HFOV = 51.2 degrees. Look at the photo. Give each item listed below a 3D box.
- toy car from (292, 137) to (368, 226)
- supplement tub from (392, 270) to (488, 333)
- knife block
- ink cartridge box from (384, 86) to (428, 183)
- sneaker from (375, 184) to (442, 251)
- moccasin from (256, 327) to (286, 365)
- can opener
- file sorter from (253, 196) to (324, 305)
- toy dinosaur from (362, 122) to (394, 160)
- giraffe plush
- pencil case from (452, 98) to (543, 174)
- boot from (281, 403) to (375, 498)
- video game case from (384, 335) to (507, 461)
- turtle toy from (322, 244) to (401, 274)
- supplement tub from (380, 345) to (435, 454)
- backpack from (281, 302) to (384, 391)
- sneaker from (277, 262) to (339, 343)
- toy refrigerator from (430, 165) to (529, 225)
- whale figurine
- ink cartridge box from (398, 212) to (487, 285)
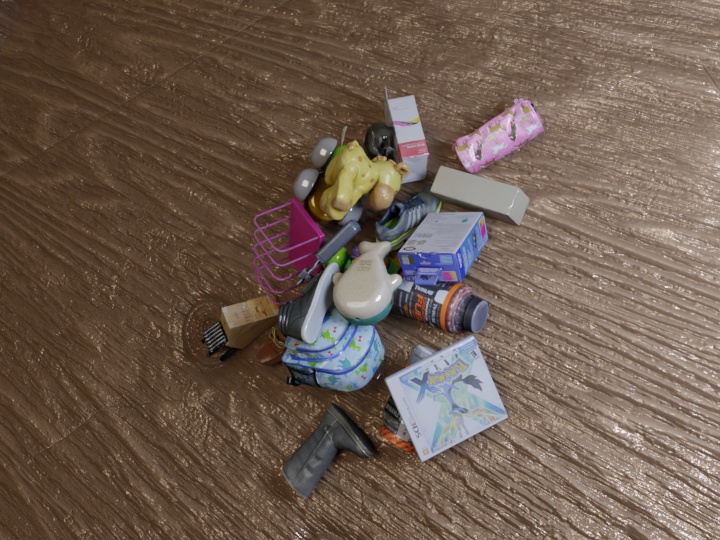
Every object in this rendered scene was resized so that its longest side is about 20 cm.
[{"bbox_3d":[-0.067,-0.205,1.810,0.202,0.174,0.150,-62,14,-14],"label":"toy car"},{"bbox_3d":[0.170,0.068,1.600,0.198,0.107,0.108,19,86,34],"label":"supplement tub"},{"bbox_3d":[-0.301,0.154,1.902,0.198,0.176,0.064,-16,60,-23],"label":"knife block"},{"bbox_3d":[0.103,-0.320,1.741,0.066,0.117,0.203,-10,68,-4],"label":"ink cartridge box"},{"bbox_3d":[0.109,-0.129,1.689,0.074,0.081,0.200,34,70,32],"label":"sneaker"},{"bbox_3d":[-0.175,0.156,1.803,0.200,0.077,0.074,-36,60,18],"label":"moccasin"},{"bbox_3d":[-0.067,-0.024,1.695,0.200,0.053,0.067,-44,90,14],"label":"can opener"},{"bbox_3d":[-0.176,-0.038,1.770,0.124,0.201,0.139,-22,55,-25],"label":"file sorter"},{"bbox_3d":[0.037,-0.292,1.732,0.076,0.200,0.103,-24,72,-5],"label":"toy dinosaur"},{"bbox_3d":[0.015,-0.198,1.666,0.173,0.160,0.203,-139,64,-71],"label":"giraffe plush"},{"bbox_3d":[0.299,-0.292,1.642,0.199,0.083,0.087,-32,62,21],"label":"pencil case"},{"bbox_3d":[-0.074,0.421,1.668,0.201,0.072,0.182,-52,43,1],"label":"boot"},{"bbox_3d":[0.171,0.254,1.492,0.198,0.022,0.184,-25,98,-6],"label":"video game case"},{"bbox_3d":[0.000,0.000,1.727,0.198,0.101,0.147,21,87,34],"label":"turtle toy"},{"bbox_3d":[0.125,0.268,1.559,0.122,0.122,0.202,25,89,34],"label":"supplement tub"},{"bbox_3d":[-0.059,0.169,1.663,0.198,0.148,0.184,9,49,28],"label":"backpack"},{"bbox_3d":[-0.116,0.062,1.632,0.098,0.071,0.202,4,56,31],"label":"sneaker"},{"bbox_3d":[0.259,-0.167,1.633,0.198,0.076,0.071,21,87,35],"label":"toy refrigerator"},{"bbox_3d":[0.018,0.029,1.615,0.157,0.104,0.202,0,51,19],"label":"whale figurine"},{"bbox_3d":[0.170,-0.043,1.585,0.135,0.077,0.200,2,33,32],"label":"ink cartridge box"}]
